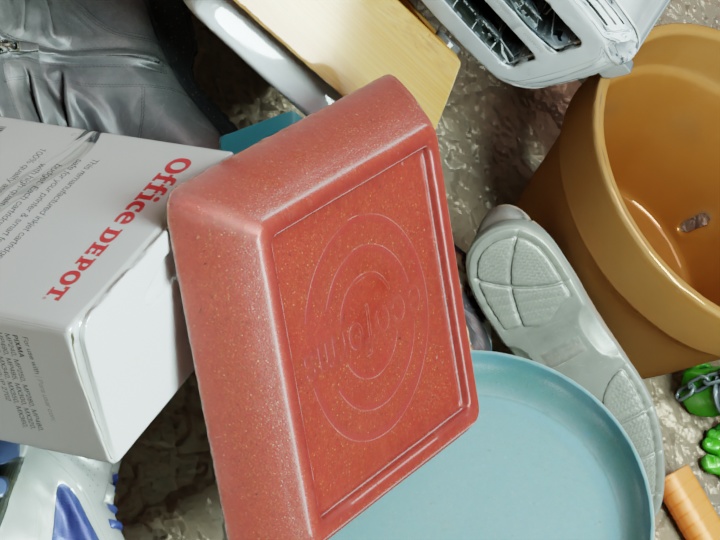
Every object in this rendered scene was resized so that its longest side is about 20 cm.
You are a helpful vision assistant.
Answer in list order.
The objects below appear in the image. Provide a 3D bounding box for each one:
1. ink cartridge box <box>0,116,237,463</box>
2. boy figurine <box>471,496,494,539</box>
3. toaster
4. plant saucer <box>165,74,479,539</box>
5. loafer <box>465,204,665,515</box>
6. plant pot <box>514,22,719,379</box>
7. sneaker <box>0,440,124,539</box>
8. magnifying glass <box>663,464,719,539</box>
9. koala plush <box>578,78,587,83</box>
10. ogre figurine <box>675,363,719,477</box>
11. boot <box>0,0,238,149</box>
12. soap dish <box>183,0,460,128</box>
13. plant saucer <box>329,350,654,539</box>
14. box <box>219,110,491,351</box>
[{"bbox_3d":[-0.167,0.002,1.218,0.145,0.200,0.084,-51,140,-42],"label":"ink cartridge box"},{"bbox_3d":[0.134,0.191,1.412,0.200,0.064,0.124,30,50,-12],"label":"boy figurine"},{"bbox_3d":[0.094,-0.194,1.405,0.200,0.114,0.129,46,53,-28],"label":"toaster"},{"bbox_3d":[-0.006,0.027,1.243,0.200,0.037,0.200,-32,119,-51],"label":"plant saucer"},{"bbox_3d":[0.119,0.052,1.459,0.063,0.072,0.200,-78,145,-68],"label":"loafer"},{"bbox_3d":[0.179,-0.024,1.517,0.200,0.140,0.200,17,55,-26],"label":"plant pot"},{"bbox_3d":[-0.145,0.119,1.256,0.115,0.081,0.199,40,55,-14],"label":"sneaker"},{"bbox_3d":[0.231,0.204,1.501,0.080,0.022,0.200,-23,78,-41],"label":"magnifying glass"},{"bbox_3d":[0.098,-0.220,1.569,0.200,0.184,0.177,60,18,-29],"label":"koala plush"},{"bbox_3d":[0.280,0.122,1.516,0.098,0.120,0.200,-9,69,-38],"label":"ogre figurine"},{"bbox_3d":[-0.139,-0.069,1.381,0.132,0.070,0.200,-12,67,-31],"label":"boot"},{"bbox_3d":[-0.033,-0.152,1.406,0.157,0.081,0.200,40,8,-26],"label":"soap dish"},{"bbox_3d":[0.053,0.138,1.345,0.200,0.027,0.200,-4,63,8],"label":"plant saucer"},{"bbox_3d":[0.000,0.000,1.383,0.200,0.049,0.082,37,43,-47],"label":"box"}]
